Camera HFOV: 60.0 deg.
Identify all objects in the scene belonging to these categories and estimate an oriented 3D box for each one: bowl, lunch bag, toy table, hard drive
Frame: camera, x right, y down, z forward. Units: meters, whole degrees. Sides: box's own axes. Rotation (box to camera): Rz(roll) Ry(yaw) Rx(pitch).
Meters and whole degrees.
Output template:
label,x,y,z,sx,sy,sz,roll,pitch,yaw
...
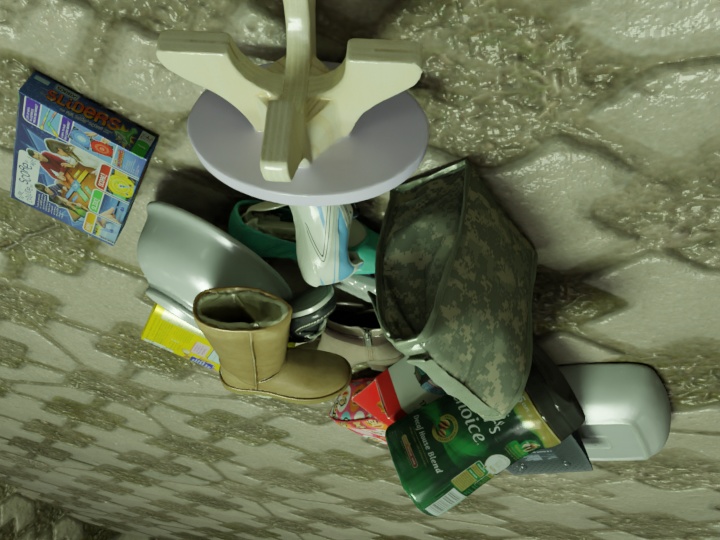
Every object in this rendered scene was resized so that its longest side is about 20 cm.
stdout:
label,x,y,z,sx,sy,sz,roll,pitch,yaw
bowl,0.339,0.215,0.901,0.198,0.075,0.200,-10,139,29
lunch bag,0.060,0.242,1.004,0.175,0.083,0.199,31,157,-21
toy table,-0.044,-0.133,0.476,0.197,0.186,0.117,-7,161,-1
hard drive,0.219,0.212,0.840,0.134,0.043,0.200,-17,130,34
lunch bag,0.092,0.029,0.613,0.117,0.202,0.164,-16,137,36
bowl,-0.187,0.014,0.734,0.200,0.091,0.201,29,164,9

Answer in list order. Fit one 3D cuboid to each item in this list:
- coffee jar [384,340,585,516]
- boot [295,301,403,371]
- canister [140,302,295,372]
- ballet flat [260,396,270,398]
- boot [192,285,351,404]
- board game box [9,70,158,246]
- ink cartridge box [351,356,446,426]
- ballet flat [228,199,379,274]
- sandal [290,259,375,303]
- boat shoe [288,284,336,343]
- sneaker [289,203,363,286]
label,x,y,z,sx,sy,sz,roll,pitch,yaw
coffee jar,0.130,0.165,0.661,0.199,0.105,0.085,-35,131,10
boot,-0.029,0.096,0.867,0.197,0.071,0.147,-4,146,9
canister,-0.208,0.091,0.915,0.198,0.087,0.149,27,144,-15
ballet flat,-0.126,0.183,1.035,0.198,0.063,0.068,-7,141,28
boot,-0.088,0.089,0.695,0.173,0.067,0.201,-1,151,-7
board game box,-0.320,-0.115,0.707,0.134,0.035,0.200,28,143,-18
ink cartridge box,0.101,0.145,0.749,0.199,0.068,0.116,-38,127,13
ballet flat,-0.054,-0.043,0.689,0.197,0.068,0.071,8,134,7
sandal,0.001,0.002,0.743,0.201,0.050,0.083,23,168,14
boat shoe,-0.074,0.062,0.788,0.061,0.074,0.199,58,150,-7
sneaker,-0.042,-0.080,0.609,0.072,0.072,0.202,38,144,54
